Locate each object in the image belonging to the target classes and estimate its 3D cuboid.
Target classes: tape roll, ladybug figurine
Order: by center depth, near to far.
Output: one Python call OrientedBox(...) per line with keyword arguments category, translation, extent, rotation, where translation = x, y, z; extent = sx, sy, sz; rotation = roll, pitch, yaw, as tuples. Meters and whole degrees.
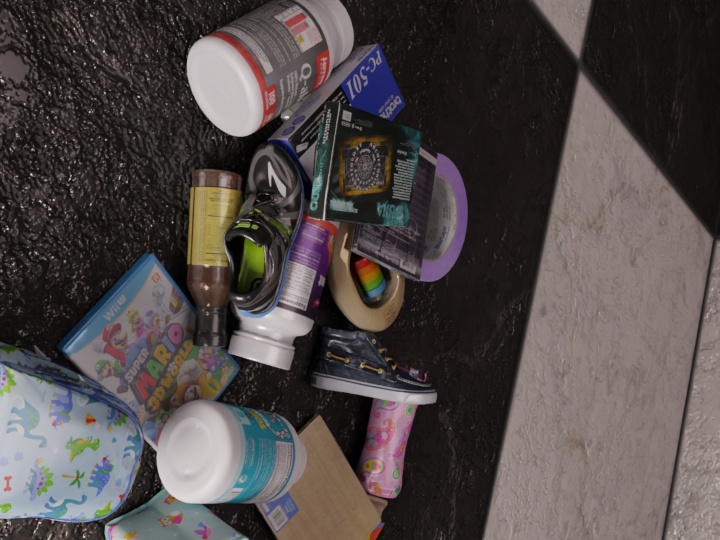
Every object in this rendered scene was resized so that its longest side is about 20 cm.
OrientedBox(category="ladybug figurine", translation=(0.000, 0.000, 1.012), extent=(0.135, 0.071, 0.204), rotation=(-38, 122, -32))
OrientedBox(category="tape roll", translation=(0.095, -0.087, 1.118), extent=(0.198, 0.065, 0.206), rotation=(-10, 104, -47))

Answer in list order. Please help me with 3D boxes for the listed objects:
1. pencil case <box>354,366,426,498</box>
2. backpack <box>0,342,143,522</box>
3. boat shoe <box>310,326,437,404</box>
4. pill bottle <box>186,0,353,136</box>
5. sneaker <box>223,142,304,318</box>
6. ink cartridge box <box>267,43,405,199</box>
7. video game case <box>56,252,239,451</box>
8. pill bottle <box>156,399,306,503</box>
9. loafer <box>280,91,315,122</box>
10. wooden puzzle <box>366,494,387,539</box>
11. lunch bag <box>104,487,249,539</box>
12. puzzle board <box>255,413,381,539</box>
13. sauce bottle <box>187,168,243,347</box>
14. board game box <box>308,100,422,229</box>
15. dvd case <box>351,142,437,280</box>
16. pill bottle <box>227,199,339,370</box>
OrientedBox(category="pencil case", translation=(0.047, 0.253, 1.096), extent=(0.087, 0.086, 0.205), rotation=(23, 78, -47))
OrientedBox(category="backpack", translation=(-0.306, 0.163, 0.655), extent=(0.200, 0.150, 0.167), rotation=(45, 56, -56))
OrientedBox(category="boat shoe", translation=(0.028, 0.141, 1.017), extent=(0.195, 0.071, 0.093), rotation=(12, 84, -16))
OrientedBox(category="pill bottle", translation=(-0.102, -0.257, 0.829), extent=(0.200, 0.114, 0.118), rotation=(-44, 126, -35))
OrientedBox(category="sneaker", translation=(-0.111, -0.049, 0.786), extent=(0.083, 0.069, 0.205), rotation=(50, 48, -74))
OrientedBox(category="ink cartridge box", translation=(-0.025, -0.193, 0.886), extent=(0.201, 0.044, 0.095), rotation=(-53, 130, -26))
OrientedBox(category="video game case", translation=(-0.235, 0.103, 0.801), extent=(0.144, 0.018, 0.202), rotation=(-52, 130, -30))
OrientedBox(category="pill bottle", translation=(-0.145, 0.225, 0.842), extent=(0.199, 0.109, 0.113), rotation=(32, 71, -58))
OrientedBox(category="loafer", translation=(-0.046, -0.156, 0.951), extent=(0.070, 0.069, 0.201), rotation=(-46, 126, -17))
OrientedBox(category="wooden puzzle", translation=(-0.031, 0.444, 1.064), extent=(0.184, 0.046, 0.204), rotation=(34, 70, -46))
OrientedBox(category="lunch bag", translation=(-0.193, 0.376, 0.776), extent=(0.120, 0.168, 0.205), rotation=(-22, 113, -38))
OrientedBox(category="puzzle board", translation=(-0.065, 0.336, 0.995), extent=(0.150, 0.017, 0.203), rotation=(-38, 107, -32))
OrientedBox(category="sauce bottle", translation=(-0.174, -0.013, 0.814), extent=(0.064, 0.064, 0.206), rotation=(4, 90, -48))
OrientedBox(category="board game box", translation=(0.011, -0.127, 0.880), extent=(0.198, 0.028, 0.139), rotation=(1, 100, -56))
OrientedBox(category="dvd case", translation=(0.052, -0.104, 0.996), extent=(0.147, 0.016, 0.205), rotation=(23, 72, -45))
OrientedBox(category="pill bottle", translation=(-0.101, 0.016, 0.872), extent=(0.110, 0.110, 0.205), rotation=(24, 78, -47))
